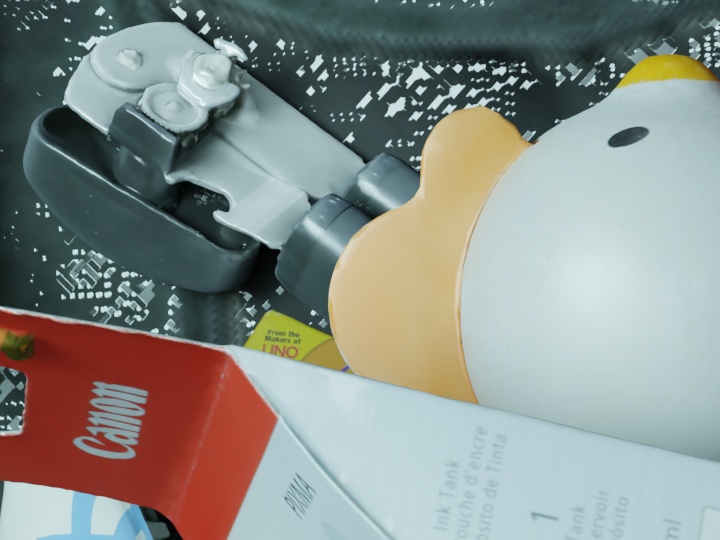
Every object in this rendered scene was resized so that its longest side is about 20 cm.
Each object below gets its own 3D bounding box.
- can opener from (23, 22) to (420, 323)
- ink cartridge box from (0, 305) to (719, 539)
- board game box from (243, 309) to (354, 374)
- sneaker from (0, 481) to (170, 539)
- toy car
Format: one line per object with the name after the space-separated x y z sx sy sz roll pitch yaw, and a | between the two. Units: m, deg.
0.000 0.000 0.804 0.200 0.053 0.067 34 134 15 | can opener
-0.009 0.064 0.637 0.200 0.160 0.047 12 72 -4 | ink cartridge box
0.061 0.079 0.757 0.200 0.096 0.030 26 66 16 | board game box
-0.082 0.130 0.780 0.072 0.072 0.200 3 60 -19 | sneaker
0.093 -0.011 0.663 0.200 0.184 0.177 1 91 -12 | toy car
